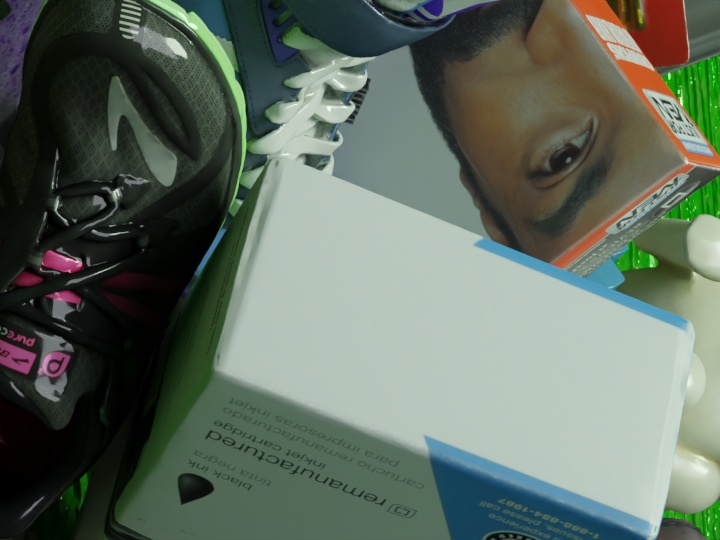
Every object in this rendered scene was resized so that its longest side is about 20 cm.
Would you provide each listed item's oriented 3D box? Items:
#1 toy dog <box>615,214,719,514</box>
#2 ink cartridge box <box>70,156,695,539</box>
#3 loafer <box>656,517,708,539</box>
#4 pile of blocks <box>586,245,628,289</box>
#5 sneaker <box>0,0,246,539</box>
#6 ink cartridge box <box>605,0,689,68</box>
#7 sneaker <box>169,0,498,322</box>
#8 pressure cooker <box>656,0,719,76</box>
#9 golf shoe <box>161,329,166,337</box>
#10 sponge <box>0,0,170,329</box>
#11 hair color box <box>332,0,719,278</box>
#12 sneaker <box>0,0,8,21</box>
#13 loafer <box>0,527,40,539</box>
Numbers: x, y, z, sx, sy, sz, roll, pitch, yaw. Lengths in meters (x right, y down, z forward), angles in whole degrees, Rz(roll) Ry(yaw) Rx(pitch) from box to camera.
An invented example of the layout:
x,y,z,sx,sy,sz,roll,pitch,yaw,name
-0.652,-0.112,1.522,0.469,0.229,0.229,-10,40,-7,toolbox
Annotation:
x,y,z,sx,sy,sz,roll,pitch,yaw,name
0.141,0.062,1.029,0.194,0.200,0.140,67,34,-43,toy dog
-0.003,0.069,0.787,0.145,0.200,0.084,21,56,-10,ink cartridge box
0.112,0.159,0.953,0.063,0.072,0.200,-84,173,-46,loafer
0.060,0.027,0.951,0.082,0.062,0.200,27,54,-12,pile of blocks
-0.086,0.003,0.735,0.084,0.077,0.200,-73,179,-57,sneaker
0.015,-0.142,0.901,0.047,0.200,0.160,-16,100,-58,ink cartridge box
-0.012,-0.067,0.759,0.081,0.146,0.200,-35,124,-51,sneaker
0.082,-0.157,1.000,0.179,0.200,0.176,27,44,-69,pressure cooker
0.000,0.000,0.918,0.200,0.092,0.075,-51,146,-53,golf shoe
-0.083,-0.030,0.856,0.200,0.030,0.112,73,37,-52,sponge
0.023,-0.083,0.844,0.200,0.111,0.064,55,17,12,hair color box
-0.129,-0.093,0.833,0.200,0.075,0.081,-63,146,-27,sneaker
-0.159,0.087,0.780,0.200,0.063,0.072,36,62,-44,loafer
